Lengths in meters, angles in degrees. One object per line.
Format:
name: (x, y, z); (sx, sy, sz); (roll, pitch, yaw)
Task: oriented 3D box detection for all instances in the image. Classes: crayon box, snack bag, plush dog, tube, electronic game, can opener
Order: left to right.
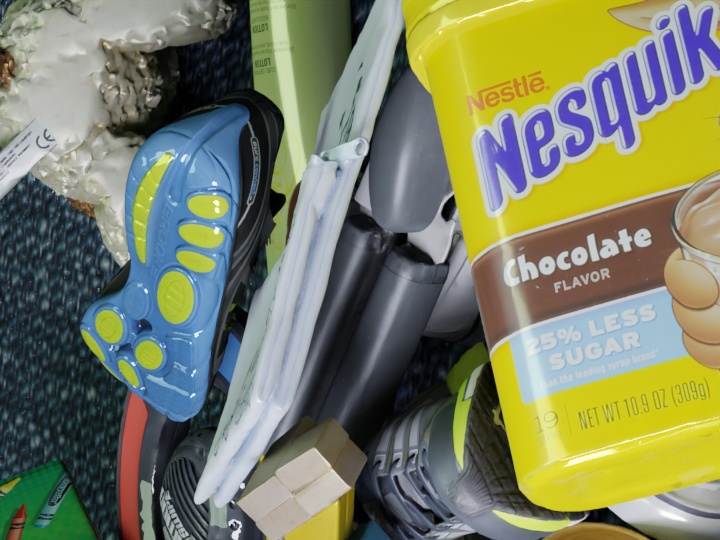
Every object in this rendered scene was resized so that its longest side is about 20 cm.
plush dog: (-0.152, -0.104, 1.452); (0.172, 0.160, 0.200); (-122, 40, -85)
crayon box: (-0.142, 0.214, 1.373); (0.119, 0.058, 0.200); (-125, 18, -54)
electronic game: (-0.070, 0.114, 1.252); (0.200, 0.042, 0.200); (6, 97, 61)
snack bag: (-0.024, -0.013, 1.080); (0.189, 0.021, 0.200); (120, 167, -71)
tube: (-0.027, -0.062, 1.303); (0.058, 0.052, 0.200); (-4, -89, -79)
can opener: (0.000, 0.000, 1.109); (0.053, 0.067, 0.200); (33, 109, 32)

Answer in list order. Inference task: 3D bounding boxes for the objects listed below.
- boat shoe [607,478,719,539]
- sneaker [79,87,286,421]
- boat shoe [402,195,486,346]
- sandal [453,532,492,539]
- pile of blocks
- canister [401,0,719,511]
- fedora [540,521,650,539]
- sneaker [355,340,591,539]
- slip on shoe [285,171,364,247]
boat shoe: (0.106, 0.020, 1.042); (0.066, 0.072, 0.200); (-62, 32, 36)
sneaker: (-0.071, -0.004, 1.174); (0.071, 0.083, 0.200); (37, 141, 14)
boat shoe: (0.052, -0.061, 1.141); (0.074, 0.067, 0.200); (29, 113, 57)
sandal: (0.023, 0.191, 1.150); (0.055, 0.082, 0.200); (-18, 69, 47)
pile of blocks: (-0.010, 0.140, 1.077); (0.062, 0.082, 0.200); (-60, -18, -56)
canister: (0.107, -0.025, 0.975); (0.087, 0.148, 0.200); (47, -151, -67)
fedora: (0.085, 0.193, 1.003); (0.201, 0.082, 0.201); (40, 138, 50)
sneaker: (0.040, 0.083, 1.058); (0.074, 0.081, 0.200); (54, -177, 0)
slip on shoe: (-0.007, 0.047, 1.243); (0.076, 0.061, 0.200); (35, 124, 54)
